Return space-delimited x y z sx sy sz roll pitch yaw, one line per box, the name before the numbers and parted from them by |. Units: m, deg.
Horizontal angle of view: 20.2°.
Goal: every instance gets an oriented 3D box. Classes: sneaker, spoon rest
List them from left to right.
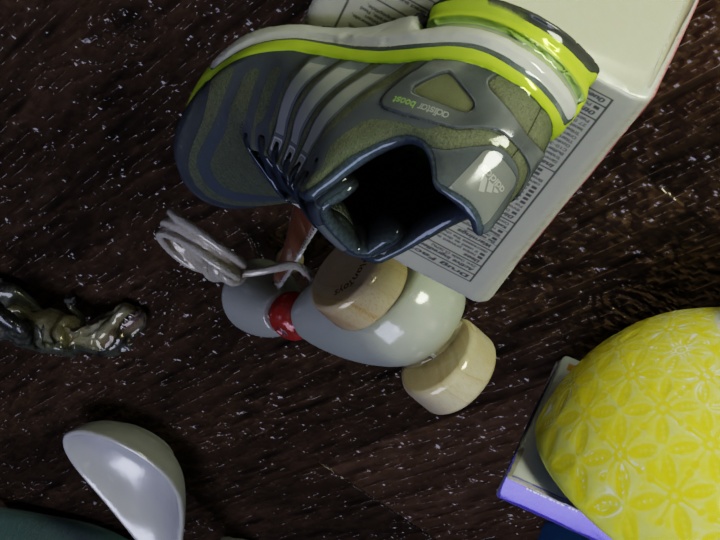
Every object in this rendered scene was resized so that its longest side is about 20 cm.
spoon rest | -0.150 0.178 1.519 0.099 0.061 0.200 2 145 39
sneaker | -0.008 -0.045 0.746 0.200 0.081 0.074 -9 135 49

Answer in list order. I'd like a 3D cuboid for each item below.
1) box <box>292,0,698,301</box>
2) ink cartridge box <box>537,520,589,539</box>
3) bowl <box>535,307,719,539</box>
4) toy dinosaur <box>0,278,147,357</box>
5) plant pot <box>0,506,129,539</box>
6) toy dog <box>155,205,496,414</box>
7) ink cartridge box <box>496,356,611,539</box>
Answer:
box | 0.045 -0.092 0.824 0.128 0.109 0.200 28 153 -3
ink cartridge box | 0.215 0.235 1.273 0.200 0.086 0.146 1 144 42
bowl | 0.195 0.072 0.957 0.200 0.200 0.108 25 110 3
toy dinosaur | -0.233 0.028 1.350 0.200 0.048 0.088 4 152 43
plant pot | -0.224 0.332 1.722 0.200 0.196 0.196 -2 142 30
toy dog | 0.000 0.000 1.075 0.200 0.096 0.132 24 160 39
ink cartridge box | 0.171 0.124 1.028 0.198 0.200 0.043 23 108 7
